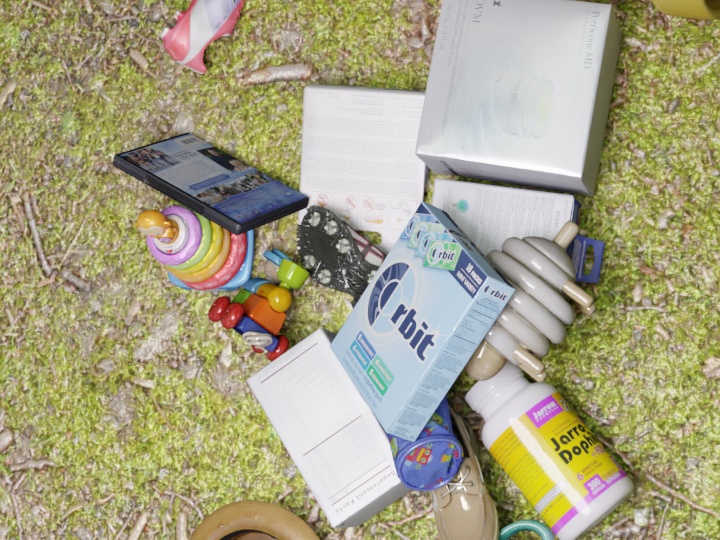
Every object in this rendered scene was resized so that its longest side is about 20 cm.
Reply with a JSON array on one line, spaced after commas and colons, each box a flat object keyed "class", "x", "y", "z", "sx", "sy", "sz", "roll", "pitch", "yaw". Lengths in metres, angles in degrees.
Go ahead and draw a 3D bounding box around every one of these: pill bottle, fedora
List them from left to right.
[{"class": "fedora", "x": -0.113, "y": 0.366, "z": 1.757, "sx": 0.198, "sy": 0.082, "sz": 0.203, "roll": -4, "pitch": 80, "yaw": 20}, {"class": "pill bottle", "x": 0.206, "y": 0.198, "z": 1.679, "sx": 0.104, "sy": 0.104, "sz": 0.200, "roll": -41, "pitch": 74, "yaw": 7}]

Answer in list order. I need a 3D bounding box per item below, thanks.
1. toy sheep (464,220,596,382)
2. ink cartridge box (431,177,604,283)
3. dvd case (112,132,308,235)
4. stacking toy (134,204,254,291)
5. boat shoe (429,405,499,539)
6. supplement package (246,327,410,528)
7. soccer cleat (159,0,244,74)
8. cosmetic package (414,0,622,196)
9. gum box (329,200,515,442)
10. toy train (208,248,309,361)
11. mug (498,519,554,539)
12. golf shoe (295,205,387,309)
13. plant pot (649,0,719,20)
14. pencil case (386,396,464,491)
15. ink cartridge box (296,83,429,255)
[{"class": "toy sheep", "x": 0.177, "y": 0.033, "z": 1.625, "sx": 0.137, "sy": 0.138, "sz": 0.201, "roll": 36, "pitch": 84, "yaw": 17}, {"class": "ink cartridge box", "x": 0.177, "y": -0.023, "z": 1.731, "sx": 0.198, "sy": 0.076, "sz": 0.138, "roll": 8, "pitch": 88, "yaw": 18}, {"class": "dvd case", "x": -0.179, "y": -0.107, "z": 1.802, "sx": 0.199, "sy": 0.142, "sz": 0.018, "roll": 29, "pitch": 120, "yaw": 24}, {"class": "stacking toy", "x": -0.210, "y": -0.040, "z": 1.777, "sx": 0.115, "sy": 0.200, "sz": 0.111, "roll": 0, "pitch": 82, "yaw": 17}, {"class": "boat shoe", "x": 0.106, "y": 0.237, "z": 1.674, "sx": 0.071, "sy": 0.065, "sz": 0.201, "roll": -19, "pitch": 45, "yaw": 13}, {"class": "supplement package", "x": -0.025, "y": 0.185, "z": 1.742, "sx": 0.113, "sy": 0.109, "sz": 0.201, "roll": -34, "pitch": 75, "yaw": 9}, {"class": "soccer cleat", "x": -0.171, "y": -0.342, "z": 1.888, "sx": 0.076, "sy": 0.067, "sz": 0.201, "roll": 38, "pitch": 88, "yaw": -14}, {"class": "cosmetic package", "x": 0.185, "y": -0.206, "z": 1.732, "sx": 0.198, "sy": 0.123, "sz": 0.202, "roll": 9, "pitch": 85, "yaw": 15}, {"class": "gum box", "x": 0.062, "y": 0.053, "z": 1.617, "sx": 0.201, "sy": 0.044, "sz": 0.170, "roll": -57, "pitch": 35, "yaw": 15}, {"class": "toy train", "x": -0.099, "y": 0.038, "z": 1.748, "sx": 0.084, "sy": 0.200, "sz": 0.116, "roll": 36, "pitch": 83, "yaw": -17}, {"class": "mug", "x": 0.155, "y": 0.383, "z": 1.652, "sx": 0.113, "sy": 0.153, "sz": 0.186, "roll": 6, "pitch": 46, "yaw": 17}, {"class": "golf shoe", "x": 0.000, "y": 0.000, "z": 1.781, "sx": 0.200, "sy": 0.088, "sz": 0.078, "roll": 46, "pitch": 112, "yaw": 30}, {"class": "plant pot", "x": 0.327, "y": -0.391, "z": 1.689, "sx": 0.187, "sy": 0.200, "sz": 0.203, "roll": 11, "pitch": 85, "yaw": 31}, {"class": "pencil case", "x": 0.063, "y": 0.152, "z": 1.681, "sx": 0.086, "sy": 0.079, "sz": 0.201, "roll": 4, "pitch": 38, "yaw": -15}, {"class": "ink cartridge box", "x": 0.006, "y": -0.121, "z": 1.820, "sx": 0.159, "sy": 0.050, "sz": 0.202, "roll": 6, "pitch": 102, "yaw": 16}]
